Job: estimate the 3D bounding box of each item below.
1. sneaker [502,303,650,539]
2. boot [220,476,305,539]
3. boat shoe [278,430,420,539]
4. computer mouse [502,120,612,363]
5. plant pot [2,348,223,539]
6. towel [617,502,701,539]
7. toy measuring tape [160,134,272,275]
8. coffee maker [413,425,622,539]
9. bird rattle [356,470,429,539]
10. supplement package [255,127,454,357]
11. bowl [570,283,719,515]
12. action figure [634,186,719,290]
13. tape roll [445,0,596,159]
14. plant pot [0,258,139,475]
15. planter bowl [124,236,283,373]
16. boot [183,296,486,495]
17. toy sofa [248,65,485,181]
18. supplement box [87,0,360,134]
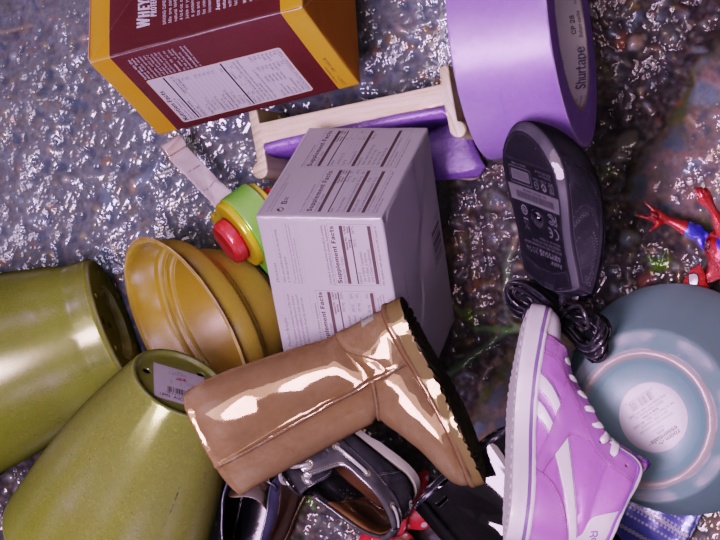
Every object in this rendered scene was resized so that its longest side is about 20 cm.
[{"bbox_3d":[0.174,0.126,1.535,0.114,0.073,0.201,4,70,0],"label":"sneaker"},{"bbox_3d":[-0.076,0.179,1.724,0.075,0.097,0.200,15,95,7],"label":"boot"},{"bbox_3d":[-0.043,0.154,1.613,0.200,0.068,0.072,34,134,-4],"label":"boat shoe"},{"bbox_3d":[0.164,-0.035,1.561,0.138,0.053,0.200,33,139,53],"label":"computer mouse"},{"bbox_3d":[-0.193,0.175,1.691,0.187,0.187,0.200,36,119,14],"label":"plant pot"},{"bbox_3d":[0.242,0.165,1.665,0.145,0.024,0.200,29,99,16],"label":"towel"},{"bbox_3d":[-0.116,-0.066,1.693,0.074,0.074,0.200,-49,63,12],"label":"toy measuring tape"},{"bbox_3d":[0.153,0.228,1.590,0.135,0.192,0.200,-39,80,-5],"label":"coffee maker"},{"bbox_3d":[0.028,0.283,1.699,0.200,0.113,0.163,47,119,15],"label":"bird rattle"},{"bbox_3d":[0.000,0.000,1.632,0.111,0.156,0.200,2,123,17],"label":"supplement package"},{"bbox_3d":[0.250,0.115,1.588,0.201,0.105,0.201,3,97,26],"label":"bowl"},{"bbox_3d":[0.311,-0.074,1.613,0.099,0.065,0.200,27,99,-8],"label":"action figure"},{"bbox_3d":[0.137,-0.197,1.603,0.085,0.200,0.200,-7,88,17],"label":"tape roll"},{"bbox_3d":[-0.312,0.080,1.766,0.193,0.200,0.200,-21,84,5],"label":"plant pot"},{"bbox_3d":[-0.125,0.045,1.728,0.083,0.200,0.200,-29,79,-28],"label":"planter bowl"},{"bbox_3d":[-0.018,0.132,1.557,0.200,0.066,0.175,-27,90,12],"label":"boot"},{"bbox_3d":[0.008,-0.114,1.706,0.200,0.083,0.098,-11,87,18],"label":"toy sofa"},{"bbox_3d":[-0.121,-0.255,1.685,0.200,0.133,0.197,-12,62,17],"label":"supplement box"}]
